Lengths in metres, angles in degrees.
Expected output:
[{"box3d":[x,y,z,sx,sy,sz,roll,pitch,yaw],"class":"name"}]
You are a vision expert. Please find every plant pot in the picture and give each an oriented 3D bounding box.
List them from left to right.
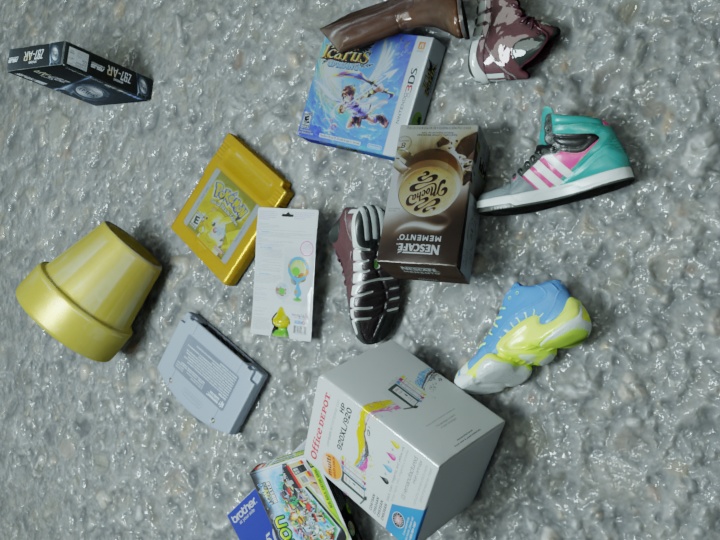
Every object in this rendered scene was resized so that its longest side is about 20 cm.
[{"box3d":[-0.456,0.025,1.361,0.201,0.201,0.189,40,88,30],"class":"plant pot"}]

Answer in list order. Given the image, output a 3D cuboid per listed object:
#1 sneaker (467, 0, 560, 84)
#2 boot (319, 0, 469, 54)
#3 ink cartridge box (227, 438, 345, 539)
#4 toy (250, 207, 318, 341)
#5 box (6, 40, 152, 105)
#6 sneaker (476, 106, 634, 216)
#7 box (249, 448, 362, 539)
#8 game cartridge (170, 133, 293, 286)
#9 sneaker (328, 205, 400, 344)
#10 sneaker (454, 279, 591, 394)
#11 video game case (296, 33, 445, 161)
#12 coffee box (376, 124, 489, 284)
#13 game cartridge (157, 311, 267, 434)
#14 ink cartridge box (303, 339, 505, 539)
[{"box3d":[0.218,-0.351,1.057,0.115,0.076,0.201,10,99,28],"class":"sneaker"},{"box3d":[0.044,-0.337,1.087,0.199,0.064,0.187,-15,30,5],"class":"boot"},{"box3d":[-0.106,0.347,1.173,0.200,0.044,0.094,-46,62,19],"class":"ink cartridge box"},{"box3d":[-0.111,0.005,1.222,0.115,0.047,0.201,5,90,29],"class":"toy"},{"box3d":[-0.512,-0.358,1.431,0.160,0.200,0.044,4,84,32],"class":"box"},{"box3d":[0.236,-0.145,1.001,0.200,0.084,0.121,-14,81,22],"class":"sneaker"},{"box3d":[-0.068,0.357,1.105,0.110,0.035,0.200,-22,93,18],"class":"box"},{"box3d":[-0.219,-0.104,1.313,0.176,0.032,0.200,42,106,29],"class":"game cartridge"},{"box3d":[0.000,0.000,1.143,0.115,0.075,0.201,21,113,61],"class":"sneaker"},{"box3d":[0.201,0.082,1.014,0.200,0.076,0.105,-32,49,25],"class":"sneaker"},{"box3d":[0.012,-0.270,1.184,0.200,0.045,0.182,18,92,33],"class":"video game case"},{"box3d":[0.100,-0.089,1.050,0.113,0.080,0.201,4,73,22],"class":"coffee box"},{"box3d":[-0.250,0.175,1.293,0.200,0.040,0.134,35,98,31],"class":"game cartridge"},{"box3d":[0.050,0.218,1.010,0.200,0.144,0.148,33,125,32],"class":"ink cartridge box"}]
